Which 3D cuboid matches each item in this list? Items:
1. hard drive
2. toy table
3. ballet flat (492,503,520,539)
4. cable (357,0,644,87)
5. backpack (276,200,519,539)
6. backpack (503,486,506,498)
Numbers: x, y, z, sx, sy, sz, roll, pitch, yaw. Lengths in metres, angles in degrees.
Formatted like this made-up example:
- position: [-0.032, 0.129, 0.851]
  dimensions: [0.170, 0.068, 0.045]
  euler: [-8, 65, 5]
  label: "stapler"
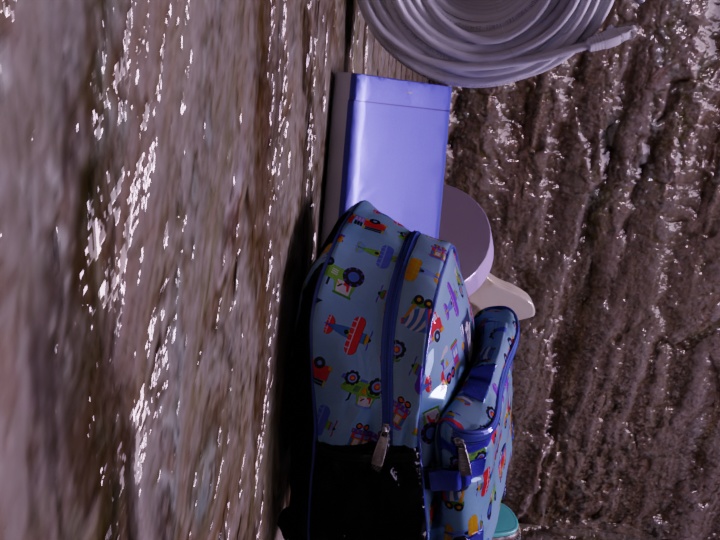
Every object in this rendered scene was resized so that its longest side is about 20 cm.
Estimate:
- position: [0.018, -0.041, 0.946]
  dimensions: [0.132, 0.025, 0.201]
  euler: [-5, 102, -55]
  label: "hard drive"
- position: [0.072, 0.012, 1.236]
  dimensions: [0.200, 0.183, 0.118]
  euler: [-81, 161, -57]
  label: "toy table"
- position: [0.036, 0.216, 1.008]
  dimensions: [0.075, 0.199, 0.068]
  euler: [-62, -146, 27]
  label: "ballet flat"
- position: [0.092, -0.235, 0.943]
  dimensions: [0.069, 0.199, 0.201]
  euler: [-86, 153, -60]
  label: "cable"
- position: [0.028, 0.063, 0.811]
  dimensions: [0.183, 0.134, 0.201]
  euler: [-59, 152, -62]
  label: "backpack"
- position: [0.056, 0.237, 1.293]
  dimensions: [0.168, 0.162, 0.201]
  euler: [133, -35, -62]
  label: "backpack"
